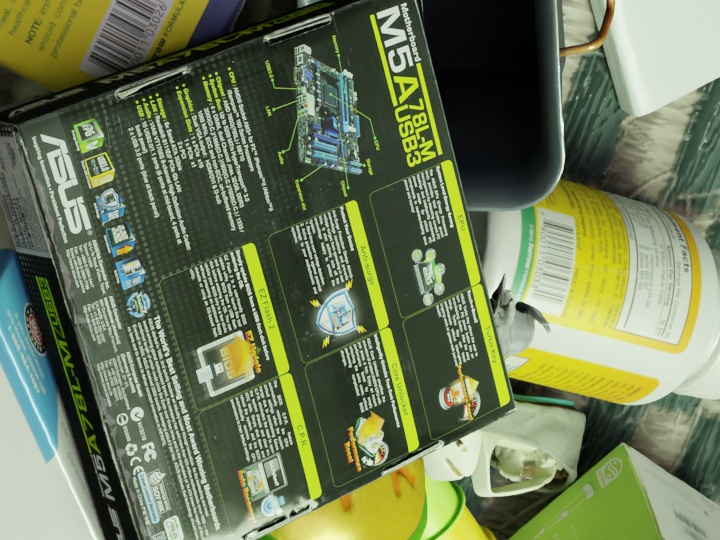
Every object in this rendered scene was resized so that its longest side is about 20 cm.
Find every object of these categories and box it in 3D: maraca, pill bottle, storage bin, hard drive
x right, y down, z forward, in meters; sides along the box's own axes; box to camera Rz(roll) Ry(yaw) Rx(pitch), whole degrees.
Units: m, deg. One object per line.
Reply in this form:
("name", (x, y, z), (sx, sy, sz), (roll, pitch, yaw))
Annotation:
("maraca", (-0.032, 0.107, 0.958), (0.136, 0.200, 0.108), (24, 118, -2))
("pill bottle", (0.125, 0.012, 1.090), (0.198, 0.113, 0.114), (14, 105, -27))
("storage bin", (0.056, -0.149, 0.963), (0.144, 0.135, 0.202), (2, 117, 17))
("hard drive", (0.176, -0.200, 1.073), (0.131, 0.026, 0.201), (-27, 119, -11))

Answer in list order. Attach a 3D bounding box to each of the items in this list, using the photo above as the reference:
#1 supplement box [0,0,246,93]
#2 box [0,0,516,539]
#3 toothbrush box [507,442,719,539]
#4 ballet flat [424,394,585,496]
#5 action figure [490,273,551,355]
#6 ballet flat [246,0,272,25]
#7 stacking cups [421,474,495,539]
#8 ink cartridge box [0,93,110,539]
("supplement box", (-0.146, -0.152, 0.870), (0.199, 0.109, 0.110), (27, 100, -9))
("box", (-0.040, 0.002, 0.830), (0.192, 0.047, 0.202), (-25, 108, -29))
("toothbrush box", (0.141, 0.219, 1.169), (0.145, 0.086, 0.200), (34, 115, -31))
("ballet flat", (0.063, 0.091, 1.090), (0.199, 0.067, 0.064), (19, 73, -50))
("action figure", (0.000, 0.000, 0.955), (0.198, 0.130, 0.070), (17, 60, -5))
("ballet flat", (-0.083, -0.103, 0.980), (0.071, 0.072, 0.202), (10, 109, -26))
("stacking cups", (0.004, 0.101, 1.112), (0.060, 0.061, 0.201), (-37, 117, -5))
("ink cartridge box", (-0.186, 0.038, 0.895), (0.145, 0.201, 0.148), (-14, 119, 10))
